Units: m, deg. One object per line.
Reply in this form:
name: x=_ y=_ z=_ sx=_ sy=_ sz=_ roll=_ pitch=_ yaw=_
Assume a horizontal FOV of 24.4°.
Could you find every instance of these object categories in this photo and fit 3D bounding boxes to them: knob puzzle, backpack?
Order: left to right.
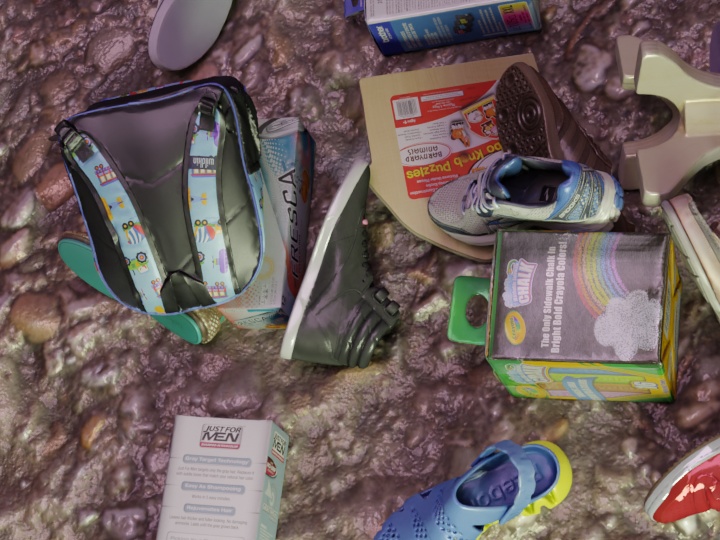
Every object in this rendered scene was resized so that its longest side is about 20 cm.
backpack: x=-0.170 y=-0.068 z=1.543 sx=0.181 sy=0.135 sz=0.202 roll=-12 pitch=101 yaw=8
knob puzzle: x=0.101 y=-0.101 z=1.597 sx=0.217 sy=0.030 sz=0.222 roll=1 pitch=72 yaw=-2

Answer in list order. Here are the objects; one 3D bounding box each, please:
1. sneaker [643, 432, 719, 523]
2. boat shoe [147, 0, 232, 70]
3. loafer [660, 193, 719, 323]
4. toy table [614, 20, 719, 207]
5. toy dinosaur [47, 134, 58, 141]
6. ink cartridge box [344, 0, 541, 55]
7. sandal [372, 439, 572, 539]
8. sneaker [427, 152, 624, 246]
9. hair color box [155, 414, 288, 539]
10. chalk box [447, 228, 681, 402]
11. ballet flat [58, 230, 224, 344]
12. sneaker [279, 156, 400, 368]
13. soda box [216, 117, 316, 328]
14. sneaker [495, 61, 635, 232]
sneaker: x=0.346 y=0.185 z=1.403 sx=0.199 sy=0.071 sz=0.113 roll=-31 pitch=61 yaw=1
boat shoe: x=-0.176 y=-0.301 z=1.747 sx=0.070 sy=0.071 sz=0.201 roll=12 pitch=76 yaw=48
loafer: x=0.328 y=0.016 z=1.436 sx=0.063 sy=0.072 sz=0.201 roll=-28 pitch=101 yaw=8
toy table: x=0.298 y=-0.137 z=1.490 sx=0.116 sy=0.185 sz=0.201 roll=-4 pitch=43 yaw=-1
toy dinosaur: x=-0.226 y=-0.100 z=1.681 sx=0.199 sy=0.078 sz=0.102 roll=14 pitch=39 yaw=31
ink cartridge box: x=0.074 y=-0.299 z=1.662 sx=0.198 sy=0.076 sz=0.138 roll=-6 pitch=68 yaw=12
sandal: x=0.090 y=0.207 z=1.460 sx=0.199 sy=0.087 sz=0.080 roll=-36 pitch=66 yaw=2
sneaker: x=0.134 y=-0.073 z=1.488 sx=0.199 sy=0.085 sz=0.078 roll=-5 pitch=67 yaw=40
hair color box: x=-0.131 y=0.239 z=1.524 sx=0.098 sy=0.061 sz=0.202 roll=2 pitch=71 yaw=16
chalk box: x=0.179 y=0.041 z=1.478 sx=0.198 sy=0.124 sz=0.126 roll=2 pitch=71 yaw=18
ballet flat: x=-0.209 y=0.006 z=1.643 sx=0.199 sy=0.071 sz=0.065 roll=31 pitch=54 yaw=21
sneaker: x=0.000 y=0.000 z=1.561 sx=0.098 sy=0.071 sz=0.202 roll=18 pitch=86 yaw=0
soda box: x=-0.090 y=-0.046 z=1.620 sx=0.068 sy=0.064 sz=0.202 roll=-1 pitch=70 yaw=15
sneaker: x=0.191 y=-0.103 z=1.560 sx=0.070 sy=0.075 sz=0.201 roll=-40 pitch=63 yaw=46
